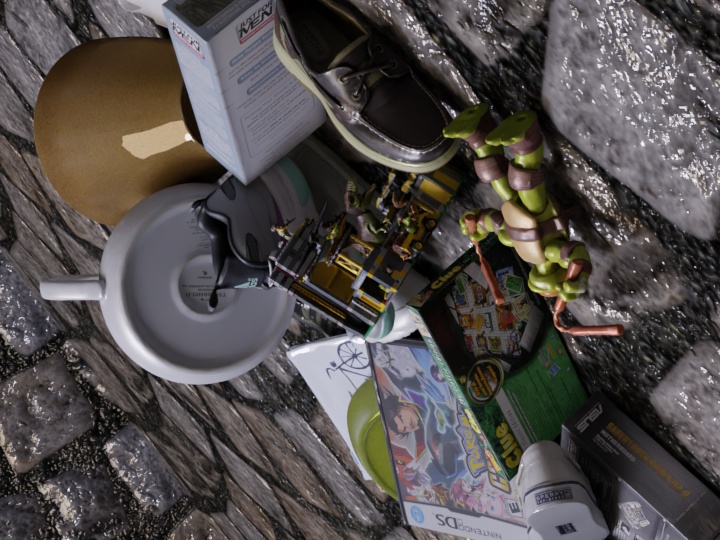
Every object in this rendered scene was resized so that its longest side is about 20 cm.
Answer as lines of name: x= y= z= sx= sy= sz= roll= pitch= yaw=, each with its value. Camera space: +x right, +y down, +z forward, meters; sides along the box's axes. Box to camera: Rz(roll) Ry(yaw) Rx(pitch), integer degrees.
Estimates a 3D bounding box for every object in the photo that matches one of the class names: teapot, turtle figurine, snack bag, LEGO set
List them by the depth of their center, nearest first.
turtle figurine: x=0.126 y=-0.038 z=1.283 sx=0.200 sy=0.064 sz=0.162 roll=37 pitch=153 yaw=60
LEGO set: x=-0.005 y=-0.038 z=1.461 sx=0.115 sy=0.154 sz=0.200 roll=31 pitch=170 yaw=0
teapot: x=-0.163 y=0.012 z=1.661 sx=0.200 sy=0.198 sz=0.146 roll=44 pitch=169 yaw=-15
snack bag: x=0.038 y=0.129 z=1.763 sx=0.199 sy=0.021 sz=0.189 roll=-12 pitch=122 yaw=34

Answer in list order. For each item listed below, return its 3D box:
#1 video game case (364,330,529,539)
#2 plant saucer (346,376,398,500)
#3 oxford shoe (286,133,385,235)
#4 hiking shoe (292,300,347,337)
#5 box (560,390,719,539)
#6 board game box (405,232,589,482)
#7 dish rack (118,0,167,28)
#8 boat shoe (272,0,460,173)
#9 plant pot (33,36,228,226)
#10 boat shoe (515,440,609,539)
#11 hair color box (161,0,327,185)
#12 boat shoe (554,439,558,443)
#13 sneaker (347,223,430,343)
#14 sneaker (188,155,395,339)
video game case: x=0.089 y=0.155 z=1.641 sx=0.180 sy=0.025 sz=0.202 roll=5 pitch=113 yaw=48
plant saucer: x=0.075 y=0.181 z=1.754 sx=0.198 sy=0.031 sz=0.201 roll=13 pitch=133 yaw=14
oxford shoe: x=-0.035 y=-0.071 z=1.630 sx=0.200 sy=0.058 sz=0.075 roll=42 pitch=163 yaw=27
hiking shoe: x=-0.015 y=0.035 z=1.800 sx=0.200 sy=0.076 sz=0.101 roll=44 pitch=156 yaw=-13
box: x=0.242 y=0.209 z=1.540 sx=0.158 sy=0.048 sz=0.200 roll=41 pitch=161 yaw=23
board game box: x=0.117 y=0.071 z=1.466 sx=0.023 sy=0.105 sz=0.201 roll=24 pitch=149 yaw=51
dish rack: x=-0.207 y=-0.296 z=1.607 sx=0.171 sy=0.043 sz=0.201 roll=27 pitch=153 yaw=50
boat shoe: x=-0.004 y=-0.149 z=1.357 sx=0.200 sy=0.073 sz=0.065 roll=40 pitch=166 yaw=28
plant pot: x=-0.183 y=-0.142 z=1.683 sx=0.199 sy=0.186 sz=0.187 roll=-5 pitch=125 yaw=54
boat shoe: x=0.165 y=0.194 z=1.511 sx=0.200 sy=0.071 sz=0.066 roll=53 pitch=-156 yaw=-65
hair color box: x=-0.093 y=-0.171 z=1.488 sx=0.061 sy=0.099 sz=0.200 roll=41 pitch=161 yaw=26
boat shoe: x=0.140 y=0.160 z=1.656 sx=0.201 sy=0.068 sz=0.072 roll=57 pitch=162 yaw=-23
sneaker: x=0.000 y=0.000 z=1.664 sx=0.200 sy=0.078 sz=0.100 roll=24 pitch=146 yaw=53
sneaker: x=-0.073 y=0.005 z=1.558 sx=0.200 sy=0.140 sz=0.078 roll=49 pitch=150 yaw=9
